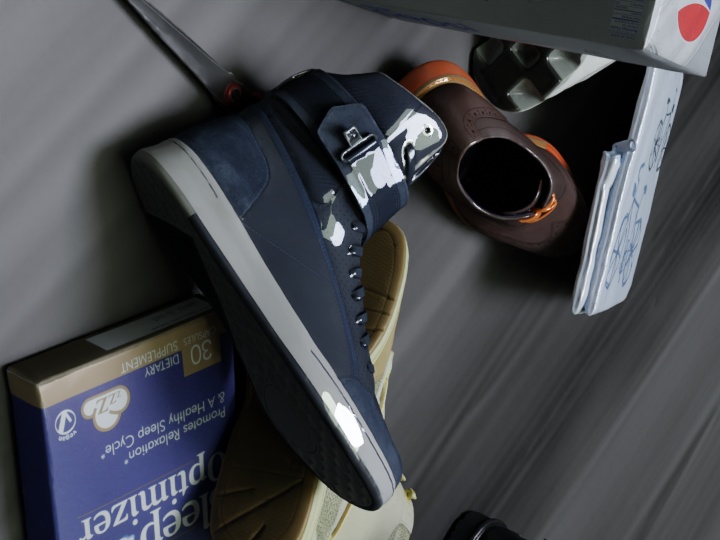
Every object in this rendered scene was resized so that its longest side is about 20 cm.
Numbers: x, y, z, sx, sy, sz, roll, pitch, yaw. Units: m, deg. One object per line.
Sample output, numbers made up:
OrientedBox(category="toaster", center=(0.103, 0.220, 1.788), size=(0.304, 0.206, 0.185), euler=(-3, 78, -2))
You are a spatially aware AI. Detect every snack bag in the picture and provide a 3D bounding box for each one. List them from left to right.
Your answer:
OrientedBox(category="snack bag", center=(0.182, -0.070, 0.961), size=(0.188, 0.021, 0.202), euler=(-7, 111, -73))

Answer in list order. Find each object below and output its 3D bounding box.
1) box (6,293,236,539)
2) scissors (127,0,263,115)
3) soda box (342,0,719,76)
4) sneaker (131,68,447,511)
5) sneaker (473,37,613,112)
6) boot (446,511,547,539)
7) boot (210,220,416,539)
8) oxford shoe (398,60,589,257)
OrientedBox(category="box", center=(-0.113, 0.125, 0.731), size=(0.121, 0.032, 0.202), euler=(-23, 121, -43))
OrientedBox(category="scissors", center=(-0.057, -0.088, 0.732), size=(0.073, 0.014, 0.201), euler=(-49, 135, -22))
OrientedBox(category="soda box", center=(0.080, -0.148, 0.719), size=(0.068, 0.199, 0.064), euler=(6, 99, -51))
OrientedBox(category="sneaker", center=(0.000, -0.001, 0.703), size=(0.145, 0.077, 0.204), euler=(-31, 92, -25))
OrientedBox(category="sneaker", center=(0.155, -0.171, 0.841), size=(0.088, 0.200, 0.075), euler=(-22, 79, -49))
OrientedBox(category="boot", center=(0.102, 0.262, 0.931), size=(0.073, 0.161, 0.200), euler=(41, 73, -48))
OrientedBox(category="boot", center=(-0.008, 0.086, 0.800), size=(0.155, 0.071, 0.202), euler=(54, 50, -58))
OrientedBox(category="oxford shoe", center=(0.089, -0.045, 0.853), size=(0.071, 0.073, 0.199), euler=(-46, 139, 11))
